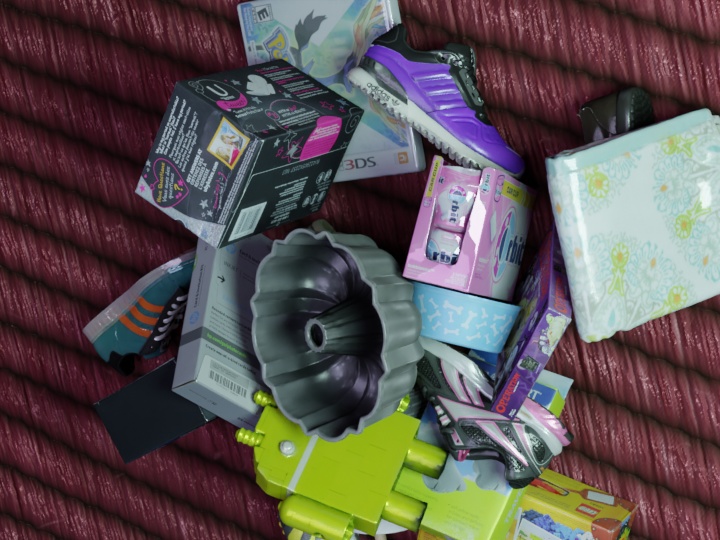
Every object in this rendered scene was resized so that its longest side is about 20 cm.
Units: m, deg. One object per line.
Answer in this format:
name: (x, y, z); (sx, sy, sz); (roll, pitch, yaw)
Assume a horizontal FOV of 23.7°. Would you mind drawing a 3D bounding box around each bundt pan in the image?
bundt pan: (-0.015, 0.056, 1.610); (0.202, 0.076, 0.203); (12, 106, 48)

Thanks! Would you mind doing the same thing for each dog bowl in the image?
dog bowl: (0.091, 0.044, 1.662); (0.111, 0.200, 0.050); (13, 90, -3)

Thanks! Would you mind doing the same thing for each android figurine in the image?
android figurine: (-0.021, 0.176, 1.661); (0.199, 0.182, 0.041); (23, 148, 8)

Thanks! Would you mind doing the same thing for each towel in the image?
towel: (0.264, -0.044, 1.553); (0.048, 0.199, 0.172); (-1, 104, 61)

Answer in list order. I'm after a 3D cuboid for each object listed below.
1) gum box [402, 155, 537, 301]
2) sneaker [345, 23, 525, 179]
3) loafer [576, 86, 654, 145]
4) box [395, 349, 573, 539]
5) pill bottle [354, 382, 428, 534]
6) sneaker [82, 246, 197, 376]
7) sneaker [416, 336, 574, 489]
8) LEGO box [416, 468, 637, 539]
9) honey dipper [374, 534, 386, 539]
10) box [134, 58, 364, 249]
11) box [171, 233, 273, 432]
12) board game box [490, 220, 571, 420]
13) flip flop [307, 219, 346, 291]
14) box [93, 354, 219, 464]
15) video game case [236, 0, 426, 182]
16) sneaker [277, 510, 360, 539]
gum box: (0.105, -0.037, 1.614); (0.066, 0.200, 0.114); (13, 91, 17)
sneaker: (0.092, -0.171, 1.683); (0.200, 0.070, 0.100); (35, 90, 2)
loafer: (0.240, -0.074, 1.630); (0.071, 0.073, 0.201); (4, 96, 34)
box: (0.117, 0.172, 1.705); (0.122, 0.048, 0.200); (20, 75, 23)
pill bottle: (0.017, 0.163, 1.779); (0.115, 0.116, 0.201); (0, 100, 29)
sneaker: (-0.226, 0.047, 1.920); (0.200, 0.071, 0.080); (-38, 88, 36)
sneaker: (0.101, 0.137, 1.654); (0.200, 0.080, 0.086); (32, 81, 25)
LEGO box: (0.164, 0.280, 1.753); (0.199, 0.077, 0.149); (19, 112, 24)
honey dipper: (0.016, 0.261, 1.860); (0.038, 0.038, 0.201); (-11, 93, 31)
box: (-0.110, -0.119, 1.706); (0.115, 0.200, 0.132); (35, 117, 19)
box: (-0.110, 0.061, 1.748); (0.041, 0.156, 0.201); (-21, 50, 38)
board game box: (0.165, 0.043, 1.624); (0.032, 0.200, 0.120); (28, 115, -5)
flip flop: (0.000, 0.000, 1.736); (0.057, 0.200, 0.081); (-32, 123, 1)
box: (-0.159, 0.116, 1.812); (0.141, 0.200, 0.079); (-33, 86, 39)
video game case: (-0.031, -0.191, 1.773); (0.182, 0.022, 0.201); (-5, 100, 30)
sneaker: (-0.048, 0.292, 1.887); (0.084, 0.074, 0.201); (9, 98, 33)
